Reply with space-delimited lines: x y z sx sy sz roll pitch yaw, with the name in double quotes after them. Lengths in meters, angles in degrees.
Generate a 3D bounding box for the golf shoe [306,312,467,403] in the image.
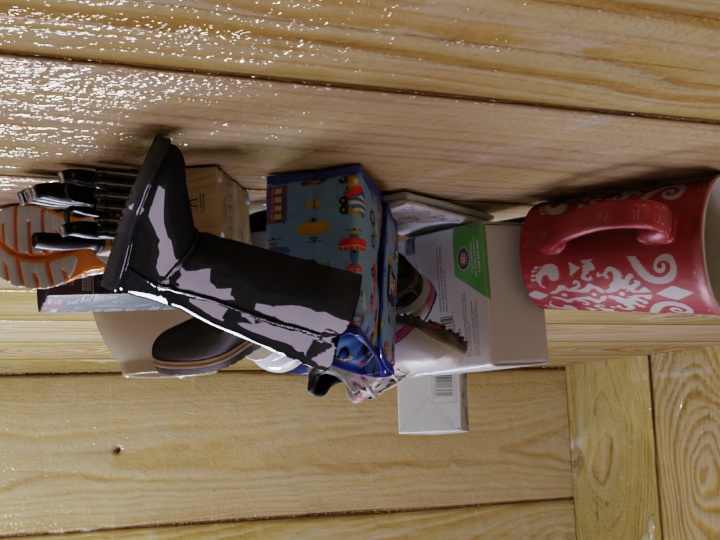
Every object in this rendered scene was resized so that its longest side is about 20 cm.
0.025 0.091 1.513 0.072 0.093 0.199 28 160 -39 "golf shoe"

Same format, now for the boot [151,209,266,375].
-0.131 0.014 1.511 0.198 0.139 0.078 -21 -145 0 "boot"

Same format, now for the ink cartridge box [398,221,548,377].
0.096 0.035 1.605 0.083 0.148 0.199 -1 174 -37 "ink cartridge box"

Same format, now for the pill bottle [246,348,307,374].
-0.106 0.099 2.294 0.110 0.112 0.200 -6 172 26 "pill bottle"

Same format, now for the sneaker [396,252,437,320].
-0.018 -0.009 1.569 0.198 0.081 0.087 8 148 28 "sneaker"

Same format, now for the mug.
0.257 -0.035 1.481 0.198 0.134 0.178 -3 135 35 "mug"

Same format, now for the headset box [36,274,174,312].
-0.256 -0.001 1.600 0.198 0.078 0.149 0 171 -14 "headset box"

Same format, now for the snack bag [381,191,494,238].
0.011 -0.048 1.563 0.198 0.022 0.188 -7 172 31 "snack bag"

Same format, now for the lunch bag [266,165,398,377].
-0.009 0.009 1.393 0.093 0.152 0.200 -5 165 19 "lunch bag"

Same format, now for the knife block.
-0.196 -0.046 1.335 0.173 0.065 0.200 -3 173 8 "knife block"

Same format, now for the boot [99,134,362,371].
-0.092 -0.011 1.201 0.198 0.066 0.165 22 139 -5 "boot"

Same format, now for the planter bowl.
-0.236 0.063 1.881 0.198 0.136 0.200 -3 173 0 "planter bowl"

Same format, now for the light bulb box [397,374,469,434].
0.141 0.216 2.944 0.123 0.201 0.200 -2 174 9 "light bulb box"

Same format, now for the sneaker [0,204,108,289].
-0.261 -0.026 1.433 0.198 0.079 0.077 -1 -174 13 "sneaker"

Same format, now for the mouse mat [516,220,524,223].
0.260 -0.053 1.677 0.199 0.008 0.160 -11 170 40 "mouse mat"
